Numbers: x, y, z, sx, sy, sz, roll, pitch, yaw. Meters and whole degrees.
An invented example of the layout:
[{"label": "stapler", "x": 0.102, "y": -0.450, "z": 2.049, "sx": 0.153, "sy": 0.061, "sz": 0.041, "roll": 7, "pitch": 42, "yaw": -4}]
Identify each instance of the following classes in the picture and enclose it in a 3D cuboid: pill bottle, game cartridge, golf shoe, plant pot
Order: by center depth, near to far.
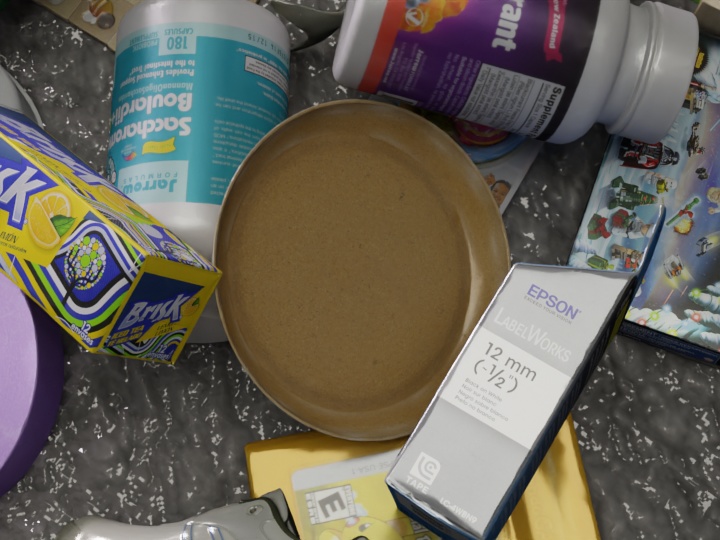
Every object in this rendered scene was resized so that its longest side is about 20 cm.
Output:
[{"label": "golf shoe", "x": -0.078, "y": 0.166, "z": 0.882, "sx": 0.200, "sy": 0.078, "sz": 0.097, "roll": 18, "pitch": 71, "yaw": 23}, {"label": "plant pot", "x": 0.000, "y": 0.000, "z": 0.907, "sx": 0.200, "sy": 0.027, "sz": 0.201, "roll": 3, "pitch": 84, "yaw": -28}, {"label": "game cartridge", "x": 0.043, "y": 0.169, "z": 0.910, "sx": 0.199, "sy": 0.032, "sz": 0.177, "roll": -12, "pitch": 73, "yaw": 0}, {"label": "pill bottle", "x": 0.092, "y": -0.139, "z": 0.912, "sx": 0.200, "sy": 0.111, "sz": 0.112, "roll": 14, "pitch": 74, "yaw": -7}, {"label": "pill bottle", "x": -0.101, "y": -0.060, "z": 0.942, "sx": 0.110, "sy": 0.111, "sz": 0.201, "roll": 0, "pitch": 73, "yaw": 2}]

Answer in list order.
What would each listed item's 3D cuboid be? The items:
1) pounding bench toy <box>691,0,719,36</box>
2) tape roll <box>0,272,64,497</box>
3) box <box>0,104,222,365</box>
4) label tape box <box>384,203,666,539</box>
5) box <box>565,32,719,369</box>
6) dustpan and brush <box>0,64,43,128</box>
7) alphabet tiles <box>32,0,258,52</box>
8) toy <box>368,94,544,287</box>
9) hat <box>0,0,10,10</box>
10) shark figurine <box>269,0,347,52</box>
[{"label": "pounding bench toy", "x": 0.167, "y": -0.249, "z": 0.982, "sx": 0.156, "sy": 0.124, "sz": 0.201, "roll": 0, "pitch": 74, "yaw": 2}, {"label": "tape roll", "x": -0.283, "y": 0.058, "z": 0.920, "sx": 0.200, "sy": 0.066, "sz": 0.201, "roll": 0, "pitch": 84, "yaw": 3}, {"label": "box", "x": -0.175, "y": -0.028, "z": 0.871, "sx": 0.200, "sy": 0.070, "sz": 0.064, "roll": 36, "pitch": 101, "yaw": 31}, {"label": "label tape box", "x": 0.092, "y": 0.055, "z": 0.849, "sx": 0.066, "sy": 0.143, "sz": 0.200, "roll": 28, "pitch": 80, "yaw": 11}, {"label": "box", "x": 0.215, "y": -0.047, "z": 0.965, "sx": 0.137, "sy": 0.040, "sz": 0.200, "roll": 19, "pitch": 75, "yaw": 6}, {"label": "dustpan and brush", "x": -0.235, "y": -0.075, "z": 0.988, "sx": 0.200, "sy": 0.057, "sz": 0.140, "roll": 18, "pitch": 63, "yaw": 14}, {"label": "alphabet tiles", "x": -0.128, "y": -0.238, "z": 1.051, "sx": 0.166, "sy": 0.006, "sz": 0.200, "roll": 32, "pitch": 77, "yaw": 10}, {"label": "toy", "x": 0.062, "y": -0.102, "z": 0.982, "sx": 0.115, "sy": 0.047, "sz": 0.200, "roll": 29, "pitch": 77, "yaw": 8}, {"label": "hat", "x": -0.274, "y": -0.136, "z": 0.960, "sx": 0.199, "sy": 0.166, "sz": 0.177, "roll": 1, "pitch": 88, "yaw": -8}, {"label": "shark figurine", "x": 0.019, "y": -0.236, "z": 0.987, "sx": 0.128, "sy": 0.090, "sz": 0.215, "roll": 10, "pitch": 99, "yaw": -4}]
